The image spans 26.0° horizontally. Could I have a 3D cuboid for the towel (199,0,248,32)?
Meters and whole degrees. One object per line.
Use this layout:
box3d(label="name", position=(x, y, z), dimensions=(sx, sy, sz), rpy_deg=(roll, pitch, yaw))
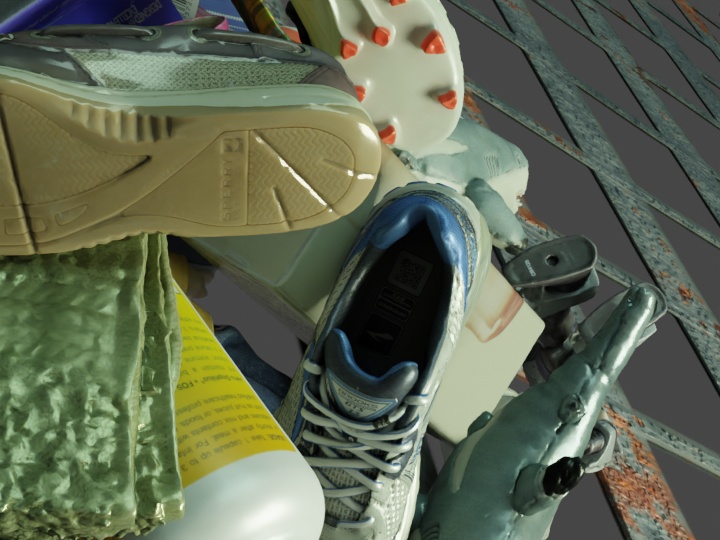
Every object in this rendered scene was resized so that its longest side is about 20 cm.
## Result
box3d(label="towel", position=(-0.074, -0.127, 1.107), dimensions=(0.200, 0.024, 0.145), rpy_deg=(50, 22, 16))

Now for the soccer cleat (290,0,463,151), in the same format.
box3d(label="soccer cleat", position=(-0.009, -0.145, 0.754), dimensions=(0.200, 0.069, 0.078), rpy_deg=(53, 14, -32))

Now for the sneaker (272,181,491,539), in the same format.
box3d(label="sneaker", position=(-0.003, 0.055, 0.655), dimensions=(0.076, 0.202, 0.085), rpy_deg=(16, -1, 6))

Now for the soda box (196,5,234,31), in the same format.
box3d(label="soda box", position=(-0.090, -0.105, 0.906), dimensions=(0.200, 0.070, 0.063), rpy_deg=(38, 18, 35))

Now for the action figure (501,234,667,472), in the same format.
box3d(label="action figure", position=(0.120, 0.049, 0.936), dimensions=(0.130, 0.069, 0.200), rpy_deg=(53, -15, 21))

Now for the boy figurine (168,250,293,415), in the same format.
box3d(label="boy figurine", position=(-0.095, 0.021, 0.734), dimensions=(0.200, 0.064, 0.125), rpy_deg=(40, 23, -13))

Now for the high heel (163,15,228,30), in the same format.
box3d(label="high heel", position=(-0.117, -0.080, 0.631), dimensions=(0.067, 0.097, 0.200), rpy_deg=(22, 4, 30))

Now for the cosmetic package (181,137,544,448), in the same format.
box3d(label="cosmetic package", position=(0.000, 0.000, 0.785), dimensions=(0.103, 0.088, 0.200), rpy_deg=(29, -10, 38))

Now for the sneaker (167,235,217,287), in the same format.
box3d(label="sneaker", position=(-0.132, -0.068, 0.778), dimensions=(0.199, 0.109, 0.070), rpy_deg=(24, 26, -35))

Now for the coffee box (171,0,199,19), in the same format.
box3d(label="coffee box", position=(-0.196, -0.157, 0.818), dimensions=(0.113, 0.081, 0.199), rpy_deg=(11, -3, 44))

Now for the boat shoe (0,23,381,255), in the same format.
box3d(label="boat shoe", position=(-0.094, -0.052, 0.542), dimensions=(0.198, 0.072, 0.065), rpy_deg=(-1, 39, -10))

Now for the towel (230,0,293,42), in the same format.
box3d(label="towel", position=(-0.074, -0.168, 0.762), dimensions=(0.201, 0.018, 0.086), rpy_deg=(58, -3, 12))

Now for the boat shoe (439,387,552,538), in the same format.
box3d(label="boat shoe", position=(0.084, 0.103, 0.859), dimensions=(0.071, 0.070, 0.200), rpy_deg=(40, 21, -3))

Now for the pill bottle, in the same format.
box3d(label="pill bottle", position=(-0.083, 0.075, 0.596), dimensions=(0.200, 0.104, 0.104), rpy_deg=(51, 24, 25))

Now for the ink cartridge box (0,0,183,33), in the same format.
box3d(label="ink cartridge box", position=(-0.165, -0.164, 0.710), dimensions=(0.201, 0.043, 0.198), rpy_deg=(55, 34, -14))

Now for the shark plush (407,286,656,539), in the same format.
box3d(label="shark plush", position=(0.084, 0.102, 0.716), dimensions=(0.091, 0.200, 0.083), rpy_deg=(49, -12, -6))

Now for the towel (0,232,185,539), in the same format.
box3d(label="towel", position=(-0.159, 0.026, 0.527), dimensions=(0.198, 0.037, 0.149), rpy_deg=(4, 52, -14))

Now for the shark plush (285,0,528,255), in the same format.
box3d(label="shark plush", position=(0.020, -0.081, 0.856), dimensions=(0.199, 0.091, 0.084), rpy_deg=(35, 66, -27))

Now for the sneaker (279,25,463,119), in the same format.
box3d(label="sneaker", position=(-0.005, -0.084, 1.020), dimensions=(0.199, 0.077, 0.082), rpy_deg=(30, 30, 11))
